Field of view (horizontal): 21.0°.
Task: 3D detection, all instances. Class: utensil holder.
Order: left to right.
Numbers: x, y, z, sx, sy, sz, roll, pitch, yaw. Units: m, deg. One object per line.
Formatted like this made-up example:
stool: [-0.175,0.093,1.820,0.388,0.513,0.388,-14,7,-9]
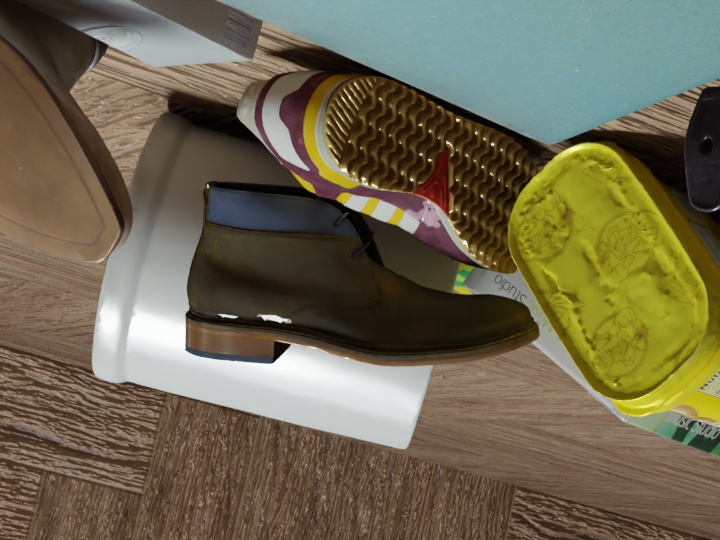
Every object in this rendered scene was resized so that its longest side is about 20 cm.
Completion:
utensil holder: [-0.047,0.011,1.197,0.199,0.171,0.170,16,170,1]

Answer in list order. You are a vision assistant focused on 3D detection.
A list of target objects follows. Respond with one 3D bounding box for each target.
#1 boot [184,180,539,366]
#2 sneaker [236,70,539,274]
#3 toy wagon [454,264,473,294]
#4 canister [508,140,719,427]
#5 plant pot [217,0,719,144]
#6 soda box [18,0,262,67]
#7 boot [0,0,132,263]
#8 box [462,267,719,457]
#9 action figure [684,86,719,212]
boot: [0.000,0.000,1.077,0.199,0.097,0.075,0,-170,2]
sneaker: [0.021,-0.059,1.063,0.090,0.075,0.200,16,169,43]
toy wagon: [0.119,0.001,1.338,0.155,0.040,0.200,8,169,28]
canister: [0.189,0.022,1.073,0.200,0.087,0.149,19,-146,-47]
plant pot: [0.066,-0.129,0.392,0.141,0.142,0.200,19,162,-34]
soda box: [-0.125,-0.144,0.763,0.068,0.064,0.200,4,167,44]
boot: [-0.145,-0.093,0.835,0.200,0.070,0.146,44,-155,5]
box: [0.166,0.055,1.196,0.144,0.036,0.200,42,-167,35]
action figure: [0.235,-0.041,0.879,0.130,0.070,0.199,-7,163,44]
